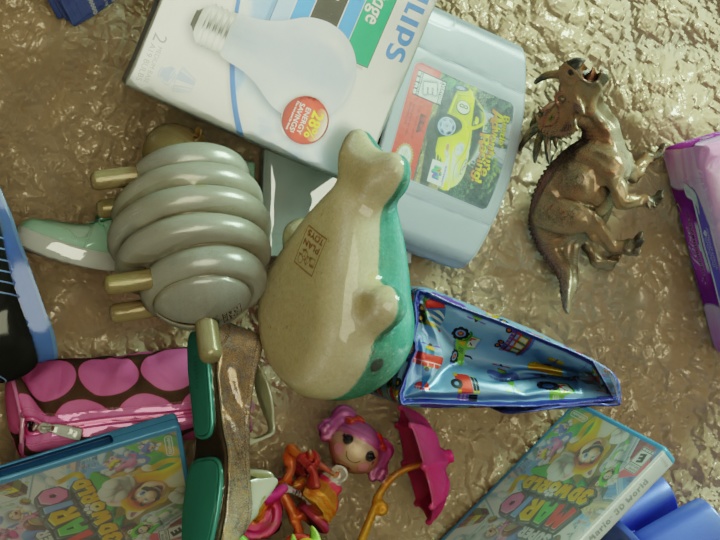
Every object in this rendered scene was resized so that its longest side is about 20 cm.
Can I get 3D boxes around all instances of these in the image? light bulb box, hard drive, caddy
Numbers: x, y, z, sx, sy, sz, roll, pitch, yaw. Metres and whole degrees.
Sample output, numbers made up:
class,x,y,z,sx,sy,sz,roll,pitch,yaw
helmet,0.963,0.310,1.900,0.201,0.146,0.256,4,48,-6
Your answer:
class,x,y,z,sx,sy,sz,roll,pitch,yaw
light bulb box,-0.059,-0.196,1.366,0.199,0.125,0.200,22,95,-11
hard drive,-0.018,-0.110,1.465,0.131,0.026,0.202,3,90,-13
caddy,0.254,0.270,1.458,0.105,0.141,0.201,-33,114,-15

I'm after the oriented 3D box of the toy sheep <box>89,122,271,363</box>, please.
class,x,y,z,sx,sy,sz,roll,pitch,yaw
toy sheep,-0.130,-0.021,1.311,0.137,0.138,0.202,-6,68,-13

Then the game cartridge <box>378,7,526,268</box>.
class,x,y,z,sx,sy,sz,roll,pitch,yaw
game cartridge,0.070,-0.111,1.462,0.132,0.041,0.202,19,82,-32

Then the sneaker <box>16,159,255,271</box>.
class,x,y,z,sx,sy,sz,roll,pitch,yaw
sneaker,-0.178,-0.057,1.402,0.199,0.074,0.119,4,93,-20

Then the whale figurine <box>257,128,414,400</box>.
class,x,y,z,sx,sy,sz,roll,pitch,yaw
whale figurine,0.000,0.000,1.310,0.103,0.159,0.202,8,107,-35

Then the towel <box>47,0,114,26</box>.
class,x,y,z,sx,sy,sz,roll,pitch,yaw
towel,-0.181,-0.296,1.383,0.200,0.145,0.024,-38,56,-11

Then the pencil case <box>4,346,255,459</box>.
class,x,y,z,sx,sy,sz,roll,pitch,yaw
pencil case,-0.181,0.107,1.392,0.198,0.094,0.092,-8,92,-14

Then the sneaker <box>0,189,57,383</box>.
class,x,y,z,sx,sy,sz,roll,pitch,yaw
sneaker,-0.298,-0.010,1.325,0.077,0.070,0.202,-22,95,-18

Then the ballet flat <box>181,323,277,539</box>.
class,x,y,z,sx,sy,sz,roll,pitch,yaw
ballet flat,-0.096,0.139,1.336,0.067,0.068,0.202,4,86,-31

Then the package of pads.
class,x,y,z,sx,sy,sz,roll,pitch,yaw
package of pads,0.327,-0.021,1.495,0.075,0.120,0.202,-16,94,-7

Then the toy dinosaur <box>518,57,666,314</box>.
class,x,y,z,sx,sy,sz,roll,pitch,yaw
toy dinosaur,0.181,-0.072,1.486,0.135,0.086,0.201,22,97,-5

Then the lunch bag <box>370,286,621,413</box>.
class,x,y,z,sx,sy,sz,roll,pitch,yaw
lunch bag,0.114,0.074,1.430,0.198,0.150,0.095,10,88,-12

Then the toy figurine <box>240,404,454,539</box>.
class,x,y,z,sx,sy,sz,roll,pitch,yaw
toy figurine,-0.013,0.185,1.424,0.199,0.150,0.185,37,70,-1

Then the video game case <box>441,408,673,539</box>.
class,x,y,z,sx,sy,sz,roll,pitch,yaw
video game case,0.149,0.201,1.436,0.200,0.143,0.018,-44,115,-9

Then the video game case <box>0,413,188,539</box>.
class,x,y,z,sx,sy,sz,roll,pitch,yaw
video game case,-0.231,0.190,1.371,0.198,0.018,0.144,-16,138,-12
